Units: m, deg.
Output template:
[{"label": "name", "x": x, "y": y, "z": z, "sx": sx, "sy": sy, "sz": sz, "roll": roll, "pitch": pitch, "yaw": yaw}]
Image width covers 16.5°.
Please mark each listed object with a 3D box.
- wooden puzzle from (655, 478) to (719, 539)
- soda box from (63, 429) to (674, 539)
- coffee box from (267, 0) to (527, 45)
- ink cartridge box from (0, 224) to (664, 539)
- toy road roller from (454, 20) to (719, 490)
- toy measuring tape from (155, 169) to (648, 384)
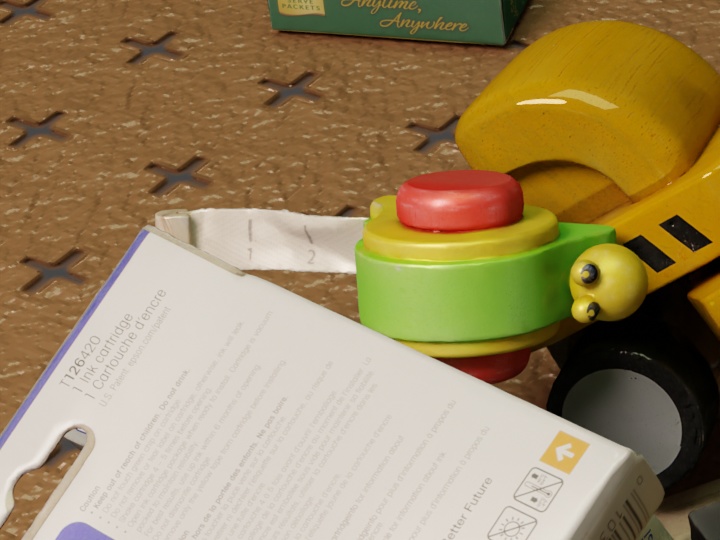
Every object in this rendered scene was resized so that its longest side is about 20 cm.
[{"label": "wooden puzzle", "x": 0.195, "y": 0.104, "z": 0.807, "sx": 0.200, "sy": 0.037, "sz": 0.185, "roll": -15, "pitch": 35, "yaw": -14}, {"label": "soda box", "x": 0.001, "y": 0.074, "z": 0.832, "sx": 0.200, "sy": 0.068, "sz": 0.063, "roll": 19, "pitch": 71, "yaw": 33}, {"label": "coffee box", "x": 0.038, "y": -0.180, "z": 1.233, "sx": 0.123, "sy": 0.044, "sz": 0.200, "roll": 5, "pitch": 36, "yaw": 16}, {"label": "ink cartridge box", "x": -0.041, "y": 0.105, "z": 0.764, "sx": 0.200, "sy": 0.047, "sz": 0.198, "roll": 24, "pitch": 74, "yaw": 37}, {"label": "toy road roller", "x": 0.124, "y": -0.030, "z": 0.855, "sx": 0.200, "sy": 0.146, "sz": 0.123, "roll": -30, "pitch": 10, "yaw": 30}, {"label": "toy measuring tape", "x": 0.000, "y": 0.000, "z": 0.830, "sx": 0.200, "sy": 0.074, "sz": 0.074, "roll": 5, "pitch": 35, "yaw": 30}]
